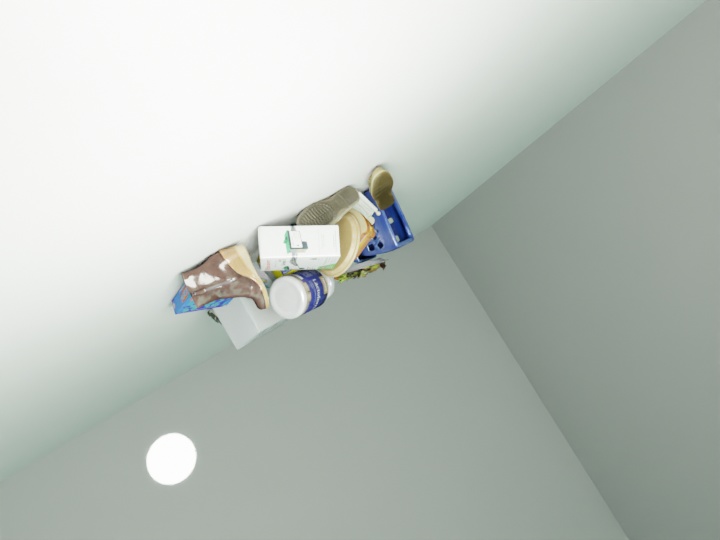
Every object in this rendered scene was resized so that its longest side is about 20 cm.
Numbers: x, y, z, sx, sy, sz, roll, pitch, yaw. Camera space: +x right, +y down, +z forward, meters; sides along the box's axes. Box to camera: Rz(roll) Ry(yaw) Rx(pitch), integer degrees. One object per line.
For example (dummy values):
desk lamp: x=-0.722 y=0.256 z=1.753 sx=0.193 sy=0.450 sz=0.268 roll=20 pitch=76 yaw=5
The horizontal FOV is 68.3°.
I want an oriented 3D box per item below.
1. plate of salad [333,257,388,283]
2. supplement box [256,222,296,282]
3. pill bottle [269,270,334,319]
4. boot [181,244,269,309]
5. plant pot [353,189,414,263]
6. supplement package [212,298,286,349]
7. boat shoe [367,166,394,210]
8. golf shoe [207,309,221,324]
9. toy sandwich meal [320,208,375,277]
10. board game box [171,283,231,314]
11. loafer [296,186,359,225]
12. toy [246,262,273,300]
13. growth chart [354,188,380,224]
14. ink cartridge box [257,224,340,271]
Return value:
plate of salad: x=0.000 y=0.000 z=1.709 sx=0.197 sy=0.049 sz=0.200 roll=-15 pitch=-179 yaw=0
supplement box: x=-0.217 y=-0.035 z=1.522 sx=0.109 sy=0.110 sz=0.200 roll=-30 pitch=175 yaw=-23
pill bottle: x=-0.157 y=0.057 z=1.479 sx=0.115 sy=0.117 sz=0.200 roll=-35 pitch=175 yaw=25
boot: x=-0.325 y=0.046 z=1.294 sx=0.165 sy=0.202 sz=0.072 roll=-31 pitch=-145 yaw=-16
plant pot: x=0.038 y=-0.139 z=1.710 sx=0.178 sy=0.202 sz=0.200 roll=-27 pitch=178 yaw=22
supplement package: x=-0.332 y=0.105 z=1.674 sx=0.147 sy=0.193 sz=0.199 roll=-37 pitch=173 yaw=39
boat shoe: x=0.051 y=-0.239 z=1.500 sx=0.073 sy=0.067 sz=0.200 roll=-31 pitch=160 yaw=-6
golf shoe: x=-0.473 y=0.133 z=1.883 sx=0.089 sy=0.077 sz=0.200 roll=-54 pitch=174 yaw=11
toy sandwich meal: x=-0.047 y=-0.075 z=1.485 sx=0.070 sy=0.208 sz=0.204 roll=16 pitch=140 yaw=-40
board game box: x=-0.390 y=0.049 z=1.388 sx=0.150 sy=0.046 sz=0.200 roll=-9 pitch=160 yaw=-38
loafer: x=-0.086 y=-0.151 z=1.417 sx=0.199 sy=0.076 sz=0.068 roll=-32 pitch=170 yaw=-25
toy: x=-0.301 y=0.019 z=1.482 sx=0.113 sy=0.048 sz=0.201 roll=-8 pitch=148 yaw=11
growth chart: x=-0.047 y=-0.147 z=1.559 sx=0.199 sy=0.018 sz=0.145 roll=-35 pitch=131 yaw=7
ink cartridge box: x=-0.159 y=-0.055 z=1.340 sx=0.196 sy=0.086 sz=0.146 roll=-3 pitch=168 yaw=-11
